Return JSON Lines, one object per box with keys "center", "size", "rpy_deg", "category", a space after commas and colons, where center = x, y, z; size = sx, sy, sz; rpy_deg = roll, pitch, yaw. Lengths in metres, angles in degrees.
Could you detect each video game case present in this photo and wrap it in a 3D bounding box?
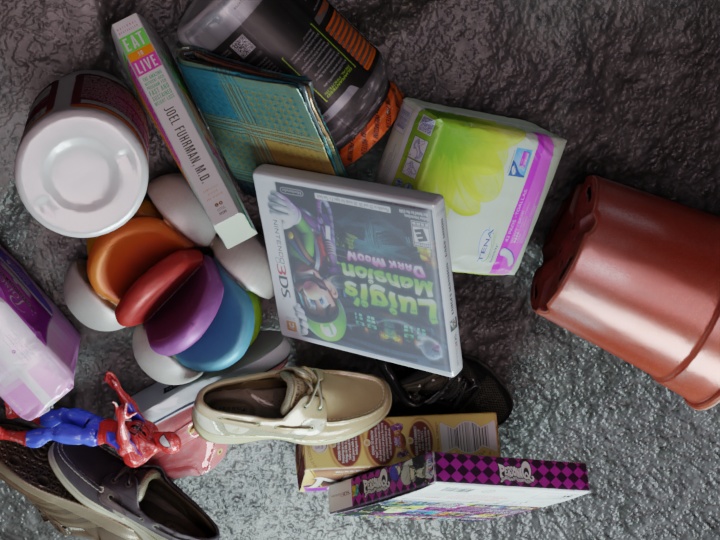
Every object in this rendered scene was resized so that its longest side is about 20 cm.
{"center": [0.098, 0.222, 1.486], "size": [0.199, 0.181, 0.036], "rpy_deg": [9, 68, -33], "category": "video game case"}
{"center": [-0.003, 0.000, 1.355], "size": [0.199, 0.023, 0.183], "rpy_deg": [12, 125, 32], "category": "video game case"}

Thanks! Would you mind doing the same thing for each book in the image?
{"center": [-0.160, -0.122, 1.326], "size": [0.048, 0.134, 0.201], "rpy_deg": [-27, 84, -2], "category": "book"}

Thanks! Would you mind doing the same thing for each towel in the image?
{"center": [-0.081, -0.121, 1.351], "size": [0.022, 0.146, 0.200], "rpy_deg": [-58, 149, -24], "category": "towel"}

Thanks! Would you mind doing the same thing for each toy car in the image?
{"center": [-0.177, 0.021, 1.407], "size": [0.200, 0.150, 0.175], "rpy_deg": [41, 99, -19], "category": "toy car"}

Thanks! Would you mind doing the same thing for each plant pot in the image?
{"center": [0.286, 0.009, 1.459], "size": [0.195, 0.201, 0.201], "rpy_deg": [23, 105, -7], "category": "plant pot"}

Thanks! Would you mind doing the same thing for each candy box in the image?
{"center": [0.035, 0.187, 1.512], "size": [0.199, 0.117, 0.057], "rpy_deg": [-3, 72, -7], "category": "candy box"}

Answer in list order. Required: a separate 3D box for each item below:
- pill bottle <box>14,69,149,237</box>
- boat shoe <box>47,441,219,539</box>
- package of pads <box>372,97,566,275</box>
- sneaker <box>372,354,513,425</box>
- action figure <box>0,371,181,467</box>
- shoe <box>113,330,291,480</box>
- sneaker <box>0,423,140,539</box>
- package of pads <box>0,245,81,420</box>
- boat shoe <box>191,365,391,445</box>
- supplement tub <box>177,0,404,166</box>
{"center": [-0.247, -0.113, 1.322], "size": [0.114, 0.200, 0.115], "rpy_deg": [-2, 110, -7], "category": "pill bottle"}
{"center": [-0.223, 0.223, 1.478], "size": [0.200, 0.072, 0.065], "rpy_deg": [39, 128, 3], "category": "boat shoe"}
{"center": [0.095, -0.074, 1.414], "size": [0.199, 0.068, 0.155], "rpy_deg": [5, 111, -45], "category": "package of pads"}
{"center": [0.084, 0.117, 1.501], "size": [0.199, 0.114, 0.076], "rpy_deg": [39, 100, -24], "category": "sneaker"}
{"center": [-0.270, 0.136, 1.437], "size": [0.199, 0.065, 0.099], "rpy_deg": [10, 126, 13], "category": "action figure"}
{"center": [-0.146, 0.140, 1.501], "size": [0.199, 0.072, 0.091], "rpy_deg": [-27, 113, 8], "category": "shoe"}
{"center": [-0.311, 0.236, 1.509], "size": [0.200, 0.071, 0.076], "rpy_deg": [33, 124, -8], "category": "sneaker"}
{"center": [-0.352, 0.037, 1.403], "size": [0.076, 0.121, 0.200], "rpy_deg": [-35, 111, 5], "category": "package of pads"}
{"center": [-0.063, 0.127, 1.426], "size": [0.199, 0.072, 0.065], "rpy_deg": [-3, 153, -12], "category": "boat shoe"}
{"center": [-0.061, -0.195, 1.362], "size": [0.123, 0.123, 0.200], "rpy_deg": [-44, 109, 8], "category": "supplement tub"}
